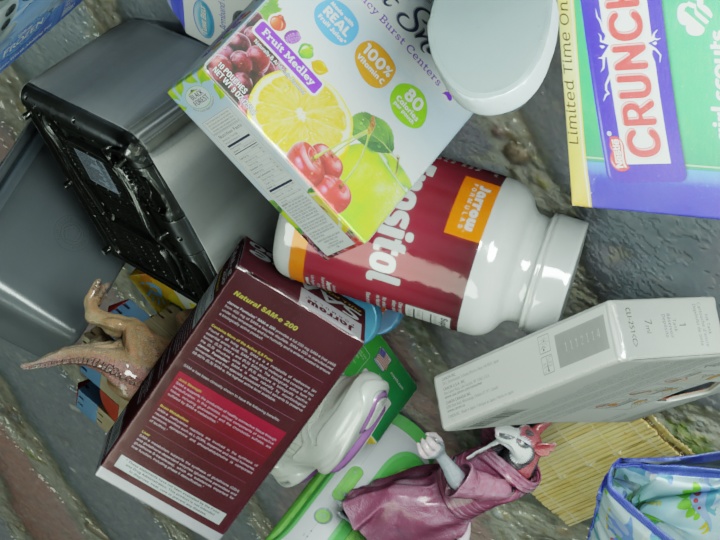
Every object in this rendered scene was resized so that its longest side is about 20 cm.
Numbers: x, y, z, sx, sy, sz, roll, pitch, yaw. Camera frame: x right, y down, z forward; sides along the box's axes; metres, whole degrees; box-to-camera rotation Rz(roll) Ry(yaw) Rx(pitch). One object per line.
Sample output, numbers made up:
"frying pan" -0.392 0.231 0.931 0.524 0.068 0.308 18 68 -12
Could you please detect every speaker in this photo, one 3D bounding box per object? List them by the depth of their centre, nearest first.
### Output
"speaker" -0.018 0.214 1.561 0.088 0.200 0.088 27 147 19

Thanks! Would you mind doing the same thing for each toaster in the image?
"toaster" -0.140 -0.077 1.365 0.200 0.119 0.181 26 151 49

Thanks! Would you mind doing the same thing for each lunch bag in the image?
"lunch bag" 0.265 0.223 1.346 0.200 0.127 0.170 20 146 12

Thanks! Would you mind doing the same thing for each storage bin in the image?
"storage bin" -0.273 -0.022 1.546 0.134 0.200 0.146 35 150 -11

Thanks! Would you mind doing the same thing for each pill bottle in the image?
"pill bottle" 0.050 -0.022 1.249 0.200 0.113 0.113 17 145 8

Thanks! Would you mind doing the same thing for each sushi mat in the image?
"sushi mat" 0.185 0.150 1.445 0.096 0.012 0.200 43 149 -6

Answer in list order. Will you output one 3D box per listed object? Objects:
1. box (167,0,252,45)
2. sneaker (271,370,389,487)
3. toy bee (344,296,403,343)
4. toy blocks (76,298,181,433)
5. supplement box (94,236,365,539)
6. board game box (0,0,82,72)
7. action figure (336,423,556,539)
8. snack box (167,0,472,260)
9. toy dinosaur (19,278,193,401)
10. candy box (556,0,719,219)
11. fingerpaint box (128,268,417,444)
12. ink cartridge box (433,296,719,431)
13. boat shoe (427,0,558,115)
"box" -0.051 -0.181 1.240 0.200 0.041 0.119 31 149 19
"sneaker" -0.049 0.116 1.447 0.100 0.075 0.200 42 147 -8
"toy bee" 0.000 0.000 1.379 0.131 0.200 0.109 -23 -86 -87
"toy blocks" -0.182 0.092 1.553 0.137 0.100 0.200 39 141 21
"supplement box" -0.094 0.088 1.311 0.109 0.061 0.200 32 111 -12
"board game box" -0.239 -0.208 1.244 0.043 0.200 0.199 39 150 5
"action figure" 0.083 0.180 1.456 0.200 0.134 0.149 -27 96 35
"snack box" -0.001 -0.126 1.098 0.142 0.200 0.053 48 149 -14
"toy dinosaur" -0.150 0.082 1.390 0.086 0.200 0.136 -59 42 27
"candy box" 0.205 -0.115 0.960 0.200 0.077 0.169 8 113 41
"fingerpaint box" -0.073 0.051 1.532 0.167 0.073 0.200 -6 127 49
"ink cartridge box" 0.177 0.066 1.244 0.200 0.176 0.045 -28 66 53
"boat shoe" 0.080 -0.141 1.027 0.071 0.200 0.091 -11 138 11
